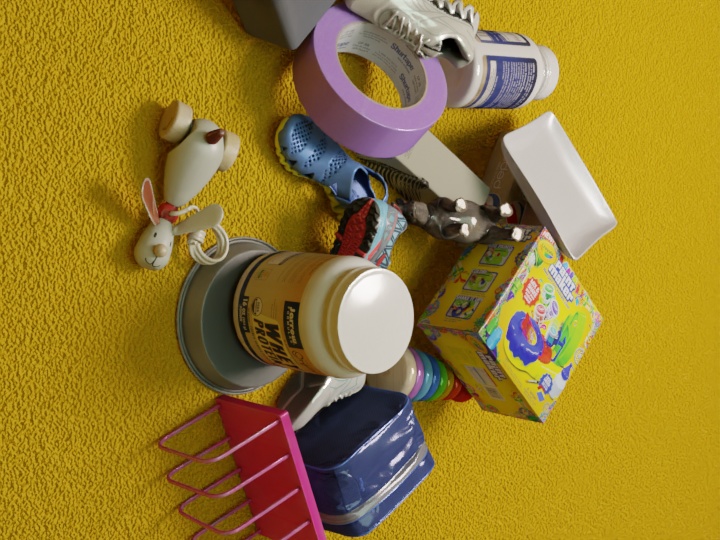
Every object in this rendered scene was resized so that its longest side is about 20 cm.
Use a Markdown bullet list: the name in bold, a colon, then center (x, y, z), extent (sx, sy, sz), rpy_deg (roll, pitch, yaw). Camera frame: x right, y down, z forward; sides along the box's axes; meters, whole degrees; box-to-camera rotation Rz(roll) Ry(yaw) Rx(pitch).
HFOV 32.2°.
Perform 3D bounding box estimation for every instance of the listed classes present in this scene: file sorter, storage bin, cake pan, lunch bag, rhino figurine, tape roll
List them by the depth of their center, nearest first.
- **file sorter**: center (-0.148, 0.279, 1.529), extent (0.125, 0.138, 0.202), rpy_deg (-29, 112, -35)
- **storage bin**: center (-0.092, -0.381, 1.542), extent (0.201, 0.144, 0.135), rpy_deg (-54, 152, -25)
- **cake pan**: center (-0.142, 0.059, 1.585), extent (0.199, 0.036, 0.203), rpy_deg (-4, 96, -42)
- **tape roll**: center (0.013, -0.247, 1.616), extent (0.198, 0.066, 0.202), rpy_deg (17, 53, -23)
- **lunch bag**: center (0.002, 0.254, 1.665), extent (0.199, 0.135, 0.134), rpy_deg (-37, 118, -34)
- **rhino figurine**: center (0.119, -0.070, 1.695), extent (0.198, 0.087, 0.061), rpy_deg (6, 87, -28)

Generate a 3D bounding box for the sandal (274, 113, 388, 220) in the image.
- **sandal**: center (-0.030, -0.135, 1.638), extent (0.200, 0.087, 0.080), rpy_deg (40, 70, -35)

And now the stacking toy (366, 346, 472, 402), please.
- **stacking toy**: center (0.100, 0.153, 1.791), extent (0.199, 0.085, 0.087), rpy_deg (12, 86, -49)

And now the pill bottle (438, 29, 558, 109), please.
- **pill bottle**: center (0.195, -0.290, 1.812), extent (0.198, 0.110, 0.113), rpy_deg (-5, 97, -42)

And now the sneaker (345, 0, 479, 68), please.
- **sneaker**: center (0.069, -0.322, 1.614), extent (0.198, 0.075, 0.082), rpy_deg (14, 63, -26)

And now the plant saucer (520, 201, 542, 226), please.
- **plant saucer**: center (0.287, -0.063, 1.909), extent (0.200, 0.035, 0.202), rpy_deg (-47, 145, -48)

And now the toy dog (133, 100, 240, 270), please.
- **toy dog**: center (-0.200, -0.100, 1.471), extent (0.130, 0.096, 0.203), rpy_deg (2, 91, -27)

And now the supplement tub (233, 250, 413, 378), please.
- **supplement tub**: center (-0.046, 0.052, 1.511), extent (0.143, 0.199, 0.146), rpy_deg (-4, 95, -41)

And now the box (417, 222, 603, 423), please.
- **box**: center (0.215, 0.071, 1.766), extent (0.200, 0.121, 0.193), rpy_deg (51, 61, -33)

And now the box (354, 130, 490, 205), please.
- **box**: center (0.089, -0.138, 1.749), extent (0.200, 0.082, 0.069), rpy_deg (38, 68, -36)

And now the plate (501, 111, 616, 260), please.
- **plate**: center (0.283, -0.122, 1.810), extent (0.201, 0.032, 0.199), rpy_deg (59, 35, -1)

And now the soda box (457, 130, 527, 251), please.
- **soda box**: center (0.220, -0.110, 1.878), extent (0.064, 0.067, 0.202), rpy_deg (33, 71, -38)

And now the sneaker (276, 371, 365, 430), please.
- **sneaker**: center (-0.035, 0.146, 1.668), extent (0.201, 0.070, 0.081), rpy_deg (-50, 126, -28)

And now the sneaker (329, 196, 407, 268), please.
- **sneaker**: center (0.000, 0.000, 1.641), extent (0.095, 0.079, 0.201), rpy_deg (4, 125, -47)
